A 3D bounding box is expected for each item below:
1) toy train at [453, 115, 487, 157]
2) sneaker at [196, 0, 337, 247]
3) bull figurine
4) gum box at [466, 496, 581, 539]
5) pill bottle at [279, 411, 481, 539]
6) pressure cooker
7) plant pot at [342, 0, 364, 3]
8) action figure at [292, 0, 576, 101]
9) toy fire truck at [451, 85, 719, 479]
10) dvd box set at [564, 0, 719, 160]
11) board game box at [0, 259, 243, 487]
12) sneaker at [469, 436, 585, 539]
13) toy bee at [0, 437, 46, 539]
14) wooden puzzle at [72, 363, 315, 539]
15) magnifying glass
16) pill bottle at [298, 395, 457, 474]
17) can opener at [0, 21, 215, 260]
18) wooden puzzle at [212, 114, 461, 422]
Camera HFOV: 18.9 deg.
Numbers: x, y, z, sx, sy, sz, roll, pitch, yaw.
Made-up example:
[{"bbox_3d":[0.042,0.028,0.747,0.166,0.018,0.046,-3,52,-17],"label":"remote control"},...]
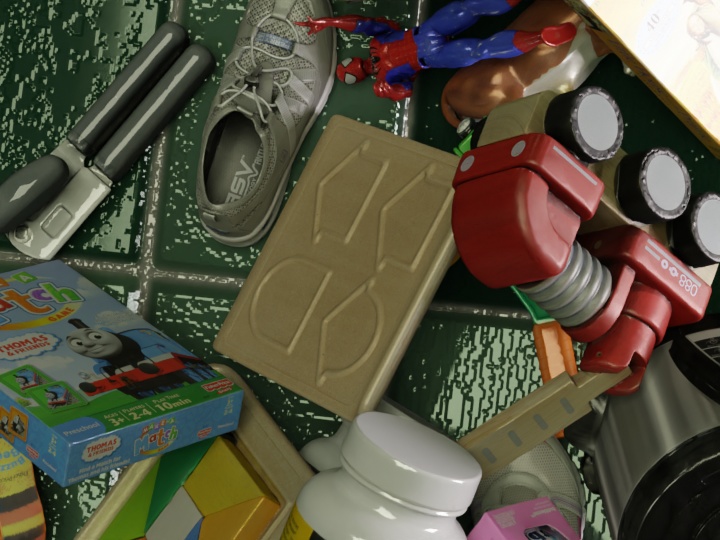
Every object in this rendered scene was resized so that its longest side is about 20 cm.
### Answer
[{"bbox_3d":[0.137,-0.027,1.438,0.042,0.056,0.200,-45,109,4],"label":"toy train"},{"bbox_3d":[-0.065,-0.116,1.498,0.074,0.082,0.201,12,87,9],"label":"sneaker"},{"bbox_3d":[0.146,-0.154,1.473,0.200,0.065,0.122,-44,58,10],"label":"bull figurine"},{"bbox_3d":[0.086,0.246,1.361,0.114,0.066,0.200,51,125,25],"label":"gum box"},{"bbox_3d":[-0.002,0.194,1.315,0.112,0.112,0.201,25,104,10],"label":"pill bottle"},{"bbox_3d":[0.233,0.126,1.379,0.178,0.200,0.176,-32,114,13],"label":"pressure cooker"},{"bbox_3d":[0.060,-0.282,1.414,0.198,0.200,0.183,-11,91,-29],"label":"plant pot"},{"bbox_3d":[0.037,-0.153,1.442,0.199,0.099,0.066,-15,86,48],"label":"action figure"},{"bbox_3d":[0.116,0.016,1.331,0.176,0.128,0.201,38,60,-28],"label":"toy fire truck"},{"bbox_3d":[0.230,-0.182,1.415,0.147,0.200,0.029,-54,38,-5],"label":"dvd box set"},{"bbox_3d":[-0.199,0.063,1.435,0.199,0.151,0.037,31,121,35],"label":"board game box"},{"bbox_3d":[0.115,0.195,1.440,0.081,0.088,0.201,-10,83,8],"label":"sneaker"},{"bbox_3d":[-0.261,0.114,1.482,0.131,0.109,0.201,-41,102,-30],"label":"toy bee"},{"bbox_3d":[-0.114,0.175,1.440,0.185,0.037,0.200,-53,38,6],"label":"wooden puzzle"},{"bbox_3d":[0.126,0.015,1.492,0.079,0.022,0.201,-11,81,7],"label":"magnifying glass"},{"bbox_3d":[-0.013,0.185,1.447,0.116,0.116,0.201,31,90,10],"label":"pill bottle"},{"bbox_3d":[-0.183,-0.090,1.526,0.053,0.066,0.200,42,87,11],"label":"can opener"},{"bbox_3d":[0.000,0.000,1.447,0.200,0.046,0.186,22,83,54],"label":"wooden puzzle"}]
